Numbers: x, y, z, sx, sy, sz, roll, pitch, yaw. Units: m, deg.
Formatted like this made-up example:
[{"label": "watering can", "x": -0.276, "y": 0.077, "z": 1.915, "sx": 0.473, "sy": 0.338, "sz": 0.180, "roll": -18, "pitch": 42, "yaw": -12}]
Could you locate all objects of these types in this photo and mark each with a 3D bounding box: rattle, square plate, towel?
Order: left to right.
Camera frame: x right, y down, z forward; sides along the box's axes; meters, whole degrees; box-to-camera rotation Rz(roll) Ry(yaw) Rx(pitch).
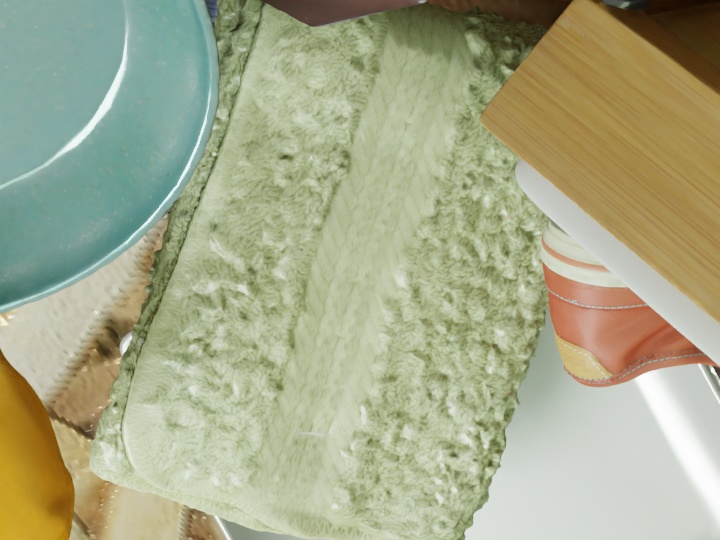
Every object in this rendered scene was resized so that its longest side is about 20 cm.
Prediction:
[{"label": "rattle", "x": -0.131, "y": 0.024, "z": 0.938, "sx": 0.143, "sy": 0.130, "sz": 0.200, "roll": 36, "pitch": 173, "yaw": 2}, {"label": "towel", "x": 0.000, "y": 0.000, "z": 0.898, "sx": 0.148, "sy": 0.036, "sz": 0.201, "roll": 14, "pitch": 103, "yaw": -15}, {"label": "square plate", "x": 0.041, "y": 0.067, "z": 0.964, "sx": 0.200, "sy": 0.028, "sz": 0.199, "roll": -27, "pitch": 97, "yaw": 18}]

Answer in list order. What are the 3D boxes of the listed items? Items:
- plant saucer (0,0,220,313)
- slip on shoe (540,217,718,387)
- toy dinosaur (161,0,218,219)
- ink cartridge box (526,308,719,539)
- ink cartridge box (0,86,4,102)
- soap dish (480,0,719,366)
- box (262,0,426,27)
[{"label": "plant saucer", "x": -0.142, "y": -0.062, "z": 0.774, "sx": 0.199, "sy": 0.036, "sz": 0.200, "roll": -6, "pitch": 137, "yaw": -6}, {"label": "slip on shoe", "x": 0.153, "y": 0.006, "z": 0.905, "sx": 0.199, "sy": 0.074, "sz": 0.061, "roll": -4, "pitch": 111, "yaw": -22}, {"label": "toy dinosaur", "x": -0.051, "y": -0.086, "z": 0.948, "sx": 0.200, "sy": 0.105, "sz": 0.182, "roll": -18, "pitch": 144, "yaw": -36}, {"label": "ink cartridge box", "x": 0.133, "y": 0.059, "z": 1.013, "sx": 0.146, "sy": 0.086, "sz": 0.201, "roll": -1, "pitch": 105, "yaw": 1}, {"label": "ink cartridge box", "x": -0.206, "y": -0.103, "z": 0.851, "sx": 0.200, "sy": 0.126, "sz": 0.128, "roll": -26, "pitch": 136, "yaw": 28}, {"label": "soap dish", "x": 0.159, "y": -0.028, "z": 0.820, "sx": 0.157, "sy": 0.200, "sz": 0.081, "roll": -13, "pitch": 129, "yaw": -32}, {"label": "box", "x": -0.059, "y": -0.162, "z": 0.785, "sx": 0.200, "sy": 0.100, "sz": 0.075, "roll": 26, "pitch": 163, "yaw": -28}]
